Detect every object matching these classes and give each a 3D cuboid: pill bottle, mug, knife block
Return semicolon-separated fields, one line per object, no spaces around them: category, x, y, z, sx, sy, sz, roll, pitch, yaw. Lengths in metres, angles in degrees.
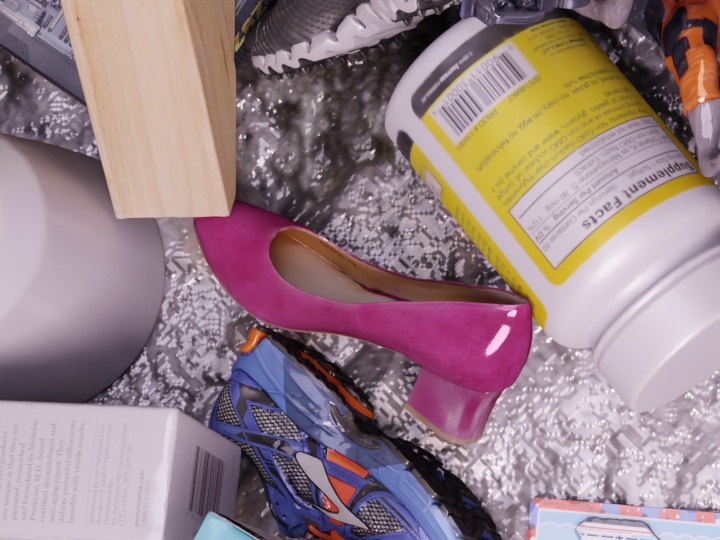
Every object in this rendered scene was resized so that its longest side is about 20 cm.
pill bottle;0.112;-0.034;1.372;0.114;0.114;0.200;-39;72;4
mug;-0.214;-0.012;1.433;0.187;0.153;0.149;11;82;17
knife block;-0.112;-0.132;1.364;0.064;0.176;0.200;-1;86;12

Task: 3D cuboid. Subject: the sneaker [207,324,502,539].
sneaker;-0.002;0.116;1.402;0.200;0.075;0.078;43;100;26

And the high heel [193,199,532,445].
high heel;0.000;0.000;1.396;0.200;0.067;0.096;40;132;22

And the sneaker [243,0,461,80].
sneaker;-0.002;-0.158;1.406;0.066;0.200;0.091;-17;89;-34

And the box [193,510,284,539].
box;-0.023;0.167;1.321;0.082;0.200;0.049;28;86;18

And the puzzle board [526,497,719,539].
puzzle board;0.174;0.195;1.361;0.200;0.017;0.151;4;80;15

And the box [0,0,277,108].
box;-0.113;-0.184;1.495;0.158;0.051;0.200;34;89;18

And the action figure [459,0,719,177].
action figure;0.135;-0.121;1.328;0.200;0.105;0.193;-24;65;-26

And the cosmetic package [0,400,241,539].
cosmetic package;-0.172;0.108;1.376;0.200;0.101;0.071;2;75;18
